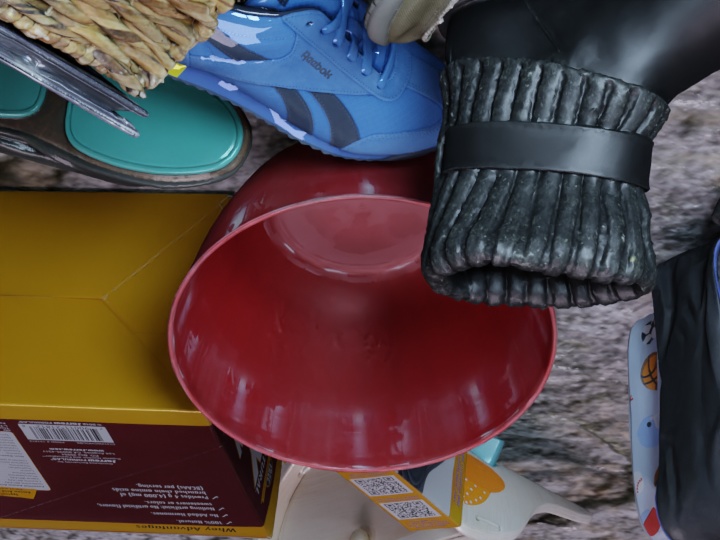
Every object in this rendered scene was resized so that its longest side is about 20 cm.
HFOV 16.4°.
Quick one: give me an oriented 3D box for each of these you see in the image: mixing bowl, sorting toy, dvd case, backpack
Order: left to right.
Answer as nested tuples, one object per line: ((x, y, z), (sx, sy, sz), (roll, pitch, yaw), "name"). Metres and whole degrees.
((-0.191, -0.127, 1.072), (0.149, 0.016, 0.200), (30, -175, -42), "dvd case")
((0.000, 0.000, 1.298), (0.199, 0.109, 0.201), (-1, 134, -1), "mixing bowl")
((0.055, 0.158, 1.671), (0.180, 0.107, 0.200), (19, 152, -40), "sorting toy")
((0.245, 0.081, 1.364), (0.190, 0.201, 0.154), (11, 160, -25), "backpack")

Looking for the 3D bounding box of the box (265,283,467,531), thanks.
((0.008, 0.061, 1.441), (0.041, 0.120, 0.200), (-6, 152, 25), "box")

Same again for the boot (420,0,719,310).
((0.128, -0.067, 1.096), (0.210, 0.158, 0.079), (-10, 153, 21), "boot")

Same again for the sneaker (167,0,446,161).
((-0.022, -0.108, 1.160), (0.200, 0.066, 0.078), (21, 147, -28), "sneaker")

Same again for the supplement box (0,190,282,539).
((-0.155, 0.058, 1.457), (0.196, 0.133, 0.200), (1, 154, 10), "supplement box")

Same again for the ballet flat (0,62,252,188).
((-0.148, -0.081, 1.257), (0.199, 0.068, 0.068), (15, 165, 6), "ballet flat")

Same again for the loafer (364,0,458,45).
((0.055, -0.150, 1.042), (0.069, 0.075, 0.200), (17, 153, -11), "loafer")

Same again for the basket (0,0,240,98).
((-0.130, -0.195, 1.008), (0.200, 0.149, 0.143), (29, 114, -39), "basket")
